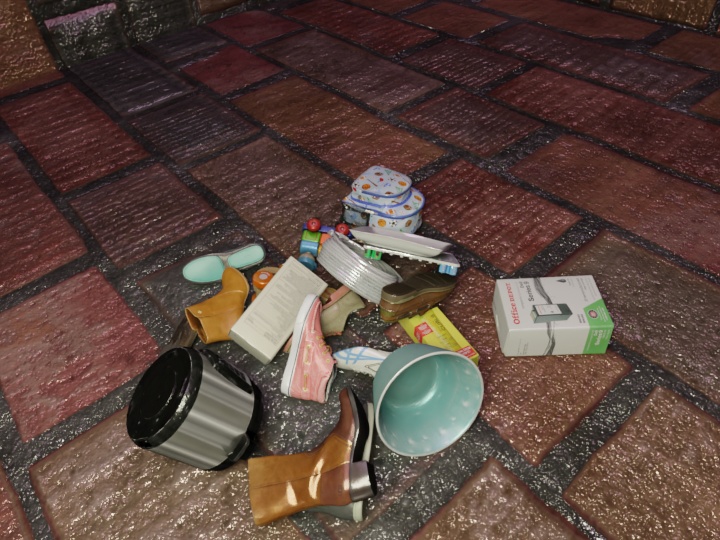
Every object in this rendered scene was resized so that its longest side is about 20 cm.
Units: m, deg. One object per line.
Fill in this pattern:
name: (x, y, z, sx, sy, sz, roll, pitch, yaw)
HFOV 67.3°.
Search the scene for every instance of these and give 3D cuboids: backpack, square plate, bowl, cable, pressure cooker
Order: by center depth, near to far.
pressure cooker: (-0.266, 0.241, 0.920, 0.178, 0.200, 0.176, -26, 43, 27)
bowl: (0.100, 0.207, 0.940, 0.200, 0.201, 0.105, -19, 26, -15)
cable: (0.000, 0.000, 1.157, 0.200, 0.069, 0.200, 32, 10, -10)
square plate: (0.092, -0.063, 1.177, 0.199, 0.029, 0.198, 13, 10, 14)
backpack: (0.064, -0.163, 1.351, 0.190, 0.154, 0.200, 25, 47, 15)

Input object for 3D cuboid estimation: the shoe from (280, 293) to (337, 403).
shoe: (-0.083, 0.150, 1.036, 0.091, 0.071, 0.201, 12, 83, 11)

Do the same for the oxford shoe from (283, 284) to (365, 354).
oxford shoe: (-0.073, 0.113, 1.124, 0.200, 0.070, 0.075, -42, 86, -16)

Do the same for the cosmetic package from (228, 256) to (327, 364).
cosmetic package: (-0.168, 0.081, 1.109, 0.105, 0.071, 0.200, 39, 65, -3)

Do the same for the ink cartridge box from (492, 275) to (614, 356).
ink cartridge box: (0.380, 0.091, 1.092, 0.199, 0.084, 0.146, -3, 43, 3)

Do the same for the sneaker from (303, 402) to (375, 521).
sneaker: (-0.033, 0.308, 0.909, 0.106, 0.075, 0.200, 3, 45, 9)

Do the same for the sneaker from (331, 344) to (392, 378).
sneaker: (0.031, 0.185, 1.042, 0.199, 0.072, 0.073, 1, 70, 16)

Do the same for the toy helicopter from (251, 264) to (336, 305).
toy helicopter: (-0.143, 0.036, 1.224, 0.199, 0.079, 0.132, 14, 37, 4)

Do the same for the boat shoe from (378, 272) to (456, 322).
boat shoe: (0.113, 0.054, 1.098, 0.200, 0.068, 0.072, -10, 29, -37)

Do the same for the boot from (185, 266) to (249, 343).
boot: (-0.307, 0.068, 1.162, 0.144, 0.071, 0.201, -6, 45, -37)

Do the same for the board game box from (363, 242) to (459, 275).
board game box: (0.110, -0.034, 1.193, 0.199, 0.026, 0.200, 11, 9, 3)

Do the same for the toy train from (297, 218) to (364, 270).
toy train: (-0.049, -0.043, 1.289, 0.199, 0.085, 0.116, 11, 61, 4)

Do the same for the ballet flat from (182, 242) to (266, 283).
ballet flat: (-0.321, -0.016, 1.289, 0.199, 0.073, 0.073, -18, 45, -9)

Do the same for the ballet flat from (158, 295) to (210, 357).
ballet flat: (-0.365, 0.131, 1.154, 0.067, 0.046, 0.200, -24, 30, 27)

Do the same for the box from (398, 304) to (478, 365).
box: (0.150, 0.132, 1.095, 0.075, 0.050, 0.200, -20, 46, -17)

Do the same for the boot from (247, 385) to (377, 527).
boot: (-0.082, 0.293, 0.870, 0.199, 0.069, 0.189, -16, 59, 10)
